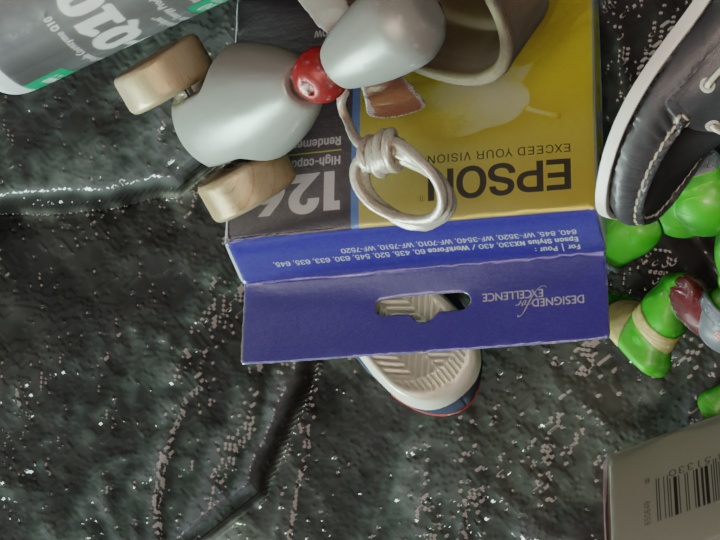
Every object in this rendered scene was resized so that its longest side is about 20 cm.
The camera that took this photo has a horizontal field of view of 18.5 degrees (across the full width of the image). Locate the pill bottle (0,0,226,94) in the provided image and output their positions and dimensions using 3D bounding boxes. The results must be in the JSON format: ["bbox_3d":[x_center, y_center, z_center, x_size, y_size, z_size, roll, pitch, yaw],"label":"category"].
[{"bbox_3d":[-0.165,-0.163,1.186,0.200,0.113,0.113,-22,96,17],"label":"pill bottle"}]

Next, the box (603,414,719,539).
[{"bbox_3d":[0.221,0.177,1.133,0.128,0.109,0.200,-22,117,18],"label":"box"}]

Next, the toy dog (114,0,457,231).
[{"bbox_3d":[-0.023,-0.097,1.088,0.200,0.096,0.132,3,123,36],"label":"toy dog"}]

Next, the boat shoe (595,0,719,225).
[{"bbox_3d":[0.181,-0.100,1.062,0.060,0.074,0.200,36,108,22],"label":"boat shoe"}]

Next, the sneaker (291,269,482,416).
[{"bbox_3d":[0.000,0.000,1.207,0.075,0.085,0.200,-32,68,2],"label":"sneaker"}]

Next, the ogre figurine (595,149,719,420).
[{"bbox_3d":[0.200,0.016,1.146,0.200,0.098,0.120,42,119,14],"label":"ogre figurine"}]

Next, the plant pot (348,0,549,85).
[{"bbox_3d":[0.042,-0.219,1.085,0.200,0.200,0.174,39,76,3],"label":"plant pot"}]

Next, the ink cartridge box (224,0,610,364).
[{"bbox_3d":[0.028,-0.058,1.150,0.197,0.047,0.200,-5,66,13],"label":"ink cartridge box"}]
